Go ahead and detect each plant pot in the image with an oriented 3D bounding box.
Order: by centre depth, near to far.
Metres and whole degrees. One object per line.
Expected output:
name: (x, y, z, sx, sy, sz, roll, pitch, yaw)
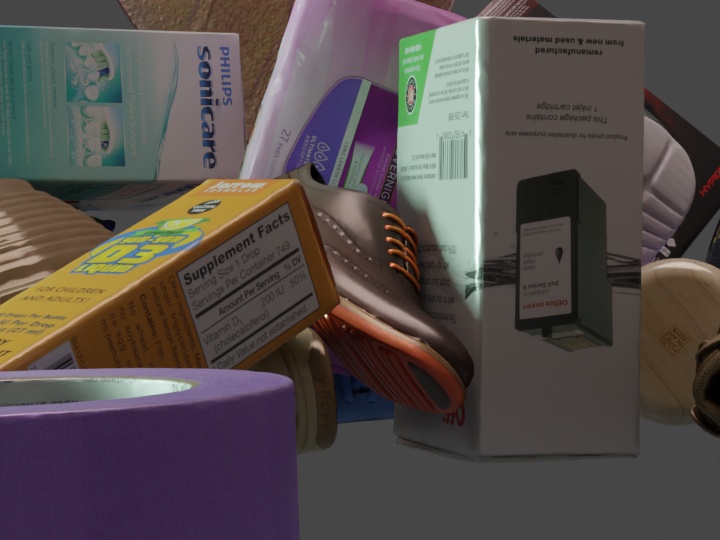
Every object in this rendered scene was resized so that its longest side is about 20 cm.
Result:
plant pot: (-0.199, 0.015, 1.299, 0.200, 0.093, 0.201, -22, -7, -3)

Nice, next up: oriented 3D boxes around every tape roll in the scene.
tape roll: (-0.120, 0.071, 0.853, 0.199, 0.066, 0.200, -3, 2, 0)

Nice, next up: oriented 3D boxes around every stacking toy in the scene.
stacking toy: (0.182, 0.040, 1.400, 0.085, 0.086, 0.200, -2, -3, 13)

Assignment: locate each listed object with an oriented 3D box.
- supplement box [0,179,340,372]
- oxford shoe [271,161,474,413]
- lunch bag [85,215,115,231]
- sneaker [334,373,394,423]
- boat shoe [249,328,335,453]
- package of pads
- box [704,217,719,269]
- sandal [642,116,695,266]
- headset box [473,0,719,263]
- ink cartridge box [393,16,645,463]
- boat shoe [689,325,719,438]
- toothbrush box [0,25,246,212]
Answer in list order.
supplement box: (-0.099, 0.030, 1.053, 0.066, 0.069, 0.200, 1, 24, 43)
oxford shoe: (0.000, 0.000, 1.195, 0.072, 0.071, 0.200, -42, 40, -9)
lunch bag: (-0.234, 0.031, 1.493, 0.169, 0.128, 0.200, -1, -9, -14)
sneaker: (0.023, 0.048, 1.381, 0.199, 0.066, 0.078, -2, 1, -28)
boat shoe: (-0.073, 0.050, 1.189, 0.064, 0.072, 0.200, -10, 3, -20)
package of pads: (0.000, -0.048, 1.322, 0.120, 0.201, 0.076, 18, -3, -1)
box: (0.291, 0.015, 1.394, 0.199, 0.051, 0.158, 20, 2, 0)
sandal: (0.092, -0.001, 1.358, 0.207, 0.079, 0.059, -49, 12, -20)
headset box: (0.099, -0.062, 1.477, 0.149, 0.200, 0.077, -45, -7, -44)
ink cartridge box: (0.072, -0.014, 1.221, 0.084, 0.201, 0.146, 0, 1, -15)
boat shoe: (0.184, 0.046, 1.191, 0.064, 0.072, 0.200, -1, 3, -4)
toothbrush box: (-0.180, -0.079, 1.389, 0.199, 0.086, 0.146, -2, -5, -30)
